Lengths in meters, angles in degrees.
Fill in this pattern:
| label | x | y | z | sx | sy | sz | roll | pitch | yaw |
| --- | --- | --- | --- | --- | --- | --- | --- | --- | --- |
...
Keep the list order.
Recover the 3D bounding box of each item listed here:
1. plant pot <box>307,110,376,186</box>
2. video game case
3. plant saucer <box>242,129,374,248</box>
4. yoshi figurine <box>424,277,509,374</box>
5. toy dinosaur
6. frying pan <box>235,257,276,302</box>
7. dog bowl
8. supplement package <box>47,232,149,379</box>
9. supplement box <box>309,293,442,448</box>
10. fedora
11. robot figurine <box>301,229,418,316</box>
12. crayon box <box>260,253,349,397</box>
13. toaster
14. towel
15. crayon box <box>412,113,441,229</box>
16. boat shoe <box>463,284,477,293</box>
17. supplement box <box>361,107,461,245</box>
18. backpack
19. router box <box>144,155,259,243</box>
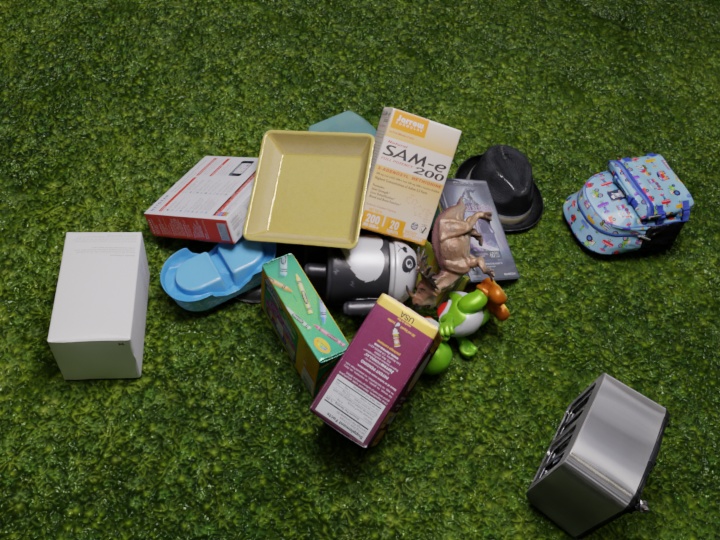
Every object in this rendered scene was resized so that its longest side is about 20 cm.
| label | x | y | z | sx | sy | sz | roll | pitch | yaw |
| --- | --- | --- | --- | --- | --- | --- | --- | --- | --- |
| plant pot | -0.019 | -0.196 | 1.352 | 0.140 | 0.142 | 0.201 | -22 | 51 | -2 |
| video game case | 0.212 | -0.073 | 1.319 | 0.142 | 0.019 | 0.201 | -3 | 71 | -42 |
| plant saucer | -0.080 | -0.131 | 1.207 | 0.198 | 0.048 | 0.202 | 5 | 74 | 15 |
| yoshi figurine | 0.158 | 0.105 | 1.194 | 0.199 | 0.112 | 0.113 | -31 | 96 | -3 |
| toy dinosaur | 0.145 | -0.040 | 1.200 | 0.134 | 0.086 | 0.202 | 3 | 75 | -6 |
| frying pan | -0.223 | -0.008 | 1.269 | 0.189 | 0.031 | 0.115 | 20 | 52 | 2 |
| dog bowl | -0.232 | -0.002 | 1.215 | 0.199 | 0.050 | 0.112 | -27 | 57 | -16 |
| supplement package | -0.403 | 0.054 | 1.134 | 0.119 | 0.122 | 0.201 | -1 | 54 | -9 |
| supplement box | 0.029 | 0.151 | 1.080 | 0.103 | 0.131 | 0.201 | 32 | 86 | 13 |
| fedora | 0.282 | -0.177 | 1.429 | 0.199 | 0.092 | 0.202 | 4 | 54 | -6 |
| robot figurine | 0.000 | -0.002 | 1.236 | 0.198 | 0.125 | 0.152 | 2 | 94 | -7 |
| crayon box | -0.093 | 0.088 | 1.162 | 0.058 | 0.119 | 0.201 | -21 | 61 | -23 |
| toaster | 0.347 | 0.270 | 1.053 | 0.118 | 0.200 | 0.181 | 32 | 56 | 9 |
| towel | 0.106 | -0.018 | 1.296 | 0.200 | 0.086 | 0.018 | 45 | 35 | 22 |
| crayon box | 0.098 | -0.179 | 1.319 | 0.051 | 0.126 | 0.201 | -16 | 99 | 4 |
| boat shoe | 0.191 | -0.034 | 1.339 | 0.073 | 0.063 | 0.201 | 32 | 51 | -23 |
| supplement box | 0.074 | -0.157 | 1.211 | 0.125 | 0.201 | 0.074 | 15 | 10 | -13 |
| backpack | 0.507 | -0.125 | 1.407 | 0.198 | 0.135 | 0.184 | -8 | 55 | -11 |
| router box | -0.249 | -0.131 | 1.280 | 0.178 | 0.049 | 0.200 | 7 | 41 | 27 |
